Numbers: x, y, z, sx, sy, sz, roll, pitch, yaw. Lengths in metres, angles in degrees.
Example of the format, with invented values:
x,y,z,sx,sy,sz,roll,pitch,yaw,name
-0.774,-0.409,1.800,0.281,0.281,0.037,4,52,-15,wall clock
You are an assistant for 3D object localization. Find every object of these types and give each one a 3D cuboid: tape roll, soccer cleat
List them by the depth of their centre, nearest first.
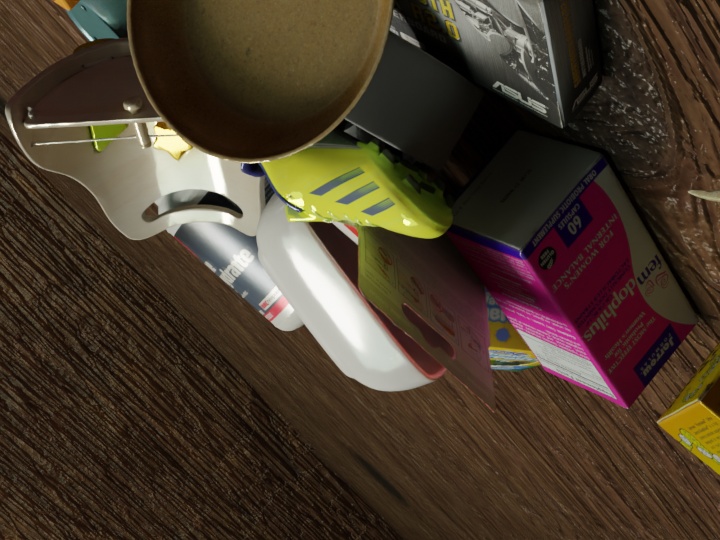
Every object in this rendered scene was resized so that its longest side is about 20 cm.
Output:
x,y,z,sx,sy,sz,roll,pitch,yaw,name
-0.012,-0.059,0.939,0.200,0.084,0.065,35,-172,40,soccer cleat
-0.013,-0.148,0.950,0.200,0.066,0.200,29,-174,-3,tape roll

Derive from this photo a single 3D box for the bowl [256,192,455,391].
x,y,z,sx,sy,sz,roll,pitch,yaw,name
0.000,0.000,1.087,0.200,0.075,0.200,52,-154,-6,bowl

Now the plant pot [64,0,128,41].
x,y,z,sx,sy,sz,roll,pitch,yaw,name
-0.175,-0.246,1.141,0.200,0.135,0.200,38,165,12,plant pot

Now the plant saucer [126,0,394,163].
x,y,z,sx,sy,sz,roll,pitch,yaw,name
-0.058,-0.167,0.835,0.200,0.200,0.035,35,-162,25,plant saucer

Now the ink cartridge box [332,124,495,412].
x,y,z,sx,sy,sz,roll,pitch,yaw,name
0.033,0.002,1.008,0.161,0.050,0.200,41,-149,-30,ink cartridge box

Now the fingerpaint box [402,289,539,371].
x,y,z,sx,sy,sz,roll,pitch,yaw,name
0.083,0.048,1.263,0.200,0.073,0.167,6,169,-10,fingerpaint box

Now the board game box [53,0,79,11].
x,y,z,sx,sy,sz,roll,pitch,yaw,name
-0.218,-0.335,0.847,0.200,0.200,0.200,34,165,24,board game box

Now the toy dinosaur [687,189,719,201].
x,y,z,sx,sy,sz,roll,pitch,yaw,name
0.280,-0.042,0.741,0.101,0.058,0.200,58,156,-5,toy dinosaur

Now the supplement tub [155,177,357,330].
x,y,z,sx,sy,sz,roll,pitch,yaw,name
-0.093,-0.055,1.222,0.200,0.140,0.140,42,166,-4,supplement tub

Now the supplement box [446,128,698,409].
x,y,z,sx,sy,sz,roll,pitch,yaw,name
0.166,0.001,1.046,0.103,0.101,0.200,25,160,50,supplement box

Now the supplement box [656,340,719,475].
x,y,z,sx,sy,sz,roll,pitch,yaw,name
0.335,0.125,0.959,0.200,0.109,0.110,40,166,7,supplement box

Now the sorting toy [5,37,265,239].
x,y,z,sx,sy,sz,roll,pitch,yaw,name
-0.156,-0.094,1.095,0.200,0.107,0.180,-2,132,12,sorting toy

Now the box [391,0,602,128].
x,y,z,sx,sy,sz,roll,pitch,yaw,name
0.057,-0.193,0.856,0.200,0.048,0.158,34,165,28,box

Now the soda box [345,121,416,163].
x,y,z,sx,sy,sz,roll,pitch,yaw,name
-0.031,-0.129,1.258,0.200,0.063,0.068,26,160,48,soda box
